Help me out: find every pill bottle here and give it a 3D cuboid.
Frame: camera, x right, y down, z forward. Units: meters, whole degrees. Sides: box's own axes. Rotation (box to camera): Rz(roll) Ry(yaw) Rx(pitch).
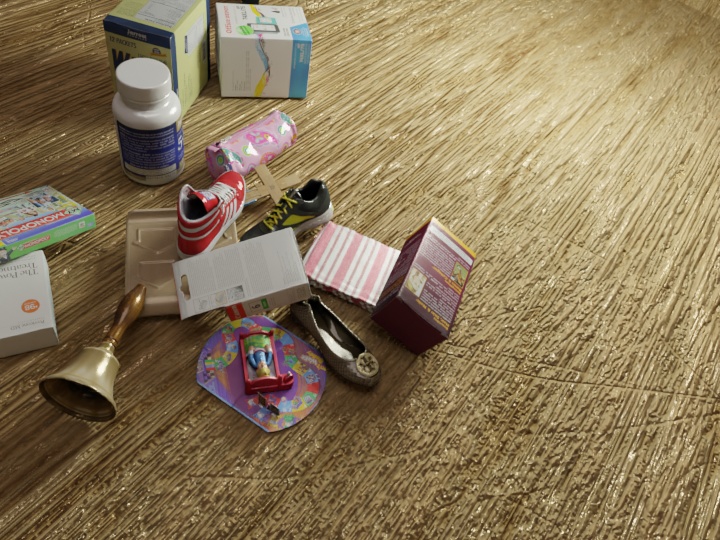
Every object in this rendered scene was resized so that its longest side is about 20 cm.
[{"bbox_3d":[-0.383,-0.268,1.071,0.117,0.202,0.121,7,49,-8],"label":"pill bottle"}]

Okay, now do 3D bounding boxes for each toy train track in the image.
[{"bbox_3d":[-0.204,-0.133,1.118,0.198,0.033,0.116,-24,67,-22],"label":"toy train track"}]

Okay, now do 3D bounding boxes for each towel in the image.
[{"bbox_3d":[0.000,0.000,1.057,0.197,0.030,0.147,24,50,3],"label":"towel"}]

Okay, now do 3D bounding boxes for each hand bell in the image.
[{"bbox_3d":[-0.352,0.097,0.838,0.102,0.105,0.202,14,48,-1],"label":"hand bell"}]

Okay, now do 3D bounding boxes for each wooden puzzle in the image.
[{"bbox_3d":[-0.294,-0.014,0.988,0.182,0.047,0.203,-4,57,-16],"label":"wooden puzzle"}]

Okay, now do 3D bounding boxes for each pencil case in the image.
[{"bbox_3d":[-0.215,-0.246,1.170,0.087,0.088,0.199,36,51,18],"label":"pencil case"}]

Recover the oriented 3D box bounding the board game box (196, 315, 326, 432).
[{"bbox_3d":[-0.145,0.139,0.894,0.198,0.039,0.158,31,51,12],"label":"board game box"}]

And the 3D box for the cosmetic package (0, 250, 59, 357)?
[{"bbox_3d":[-0.556,0.059,0.858,0.197,0.052,0.152,-13,57,-24],"label":"cosmetic package"}]

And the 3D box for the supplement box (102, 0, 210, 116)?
[{"bbox_3d":[-0.406,-0.448,1.216,0.132,0.202,0.202,15,48,0],"label":"supplement box"}]

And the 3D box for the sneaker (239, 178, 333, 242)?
[{"bbox_3d":[-0.135,-0.101,1.056,0.199,0.086,0.074,-35,54,-28],"label":"sneaker"}]

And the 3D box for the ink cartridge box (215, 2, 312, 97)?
[{"bbox_3d":[-0.222,-0.492,1.333,0.196,0.147,0.148,-5,51,-16],"label":"ink cartridge box"}]

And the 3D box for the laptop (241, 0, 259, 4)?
[{"bbox_3d":[-0.308,-0.734,1.494,0.102,0.179,0.200,-27,61,-31],"label":"laptop"}]

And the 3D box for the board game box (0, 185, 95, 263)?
[{"bbox_3d":[-0.549,-0.072,0.940,0.133,0.030,0.199,26,36,24],"label":"board game box"}]

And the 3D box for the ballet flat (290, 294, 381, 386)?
[{"bbox_3d":[-0.040,0.101,0.934,0.067,0.047,0.200,-22,57,-41],"label":"ballet flat"}]

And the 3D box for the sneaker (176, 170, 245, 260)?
[{"bbox_3d":[-0.241,-0.119,0.975,0.070,0.113,0.202,20,53,0],"label":"sneaker"}]

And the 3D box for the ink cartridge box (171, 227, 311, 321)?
[{"bbox_3d":[-0.185,0.015,0.927,0.197,0.051,0.110,-17,59,-7],"label":"ink cartridge box"}]

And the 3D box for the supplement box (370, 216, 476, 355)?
[{"bbox_3d":[0.110,0.024,1.001,0.110,0.086,0.201,38,49,-11],"label":"supplement box"}]
